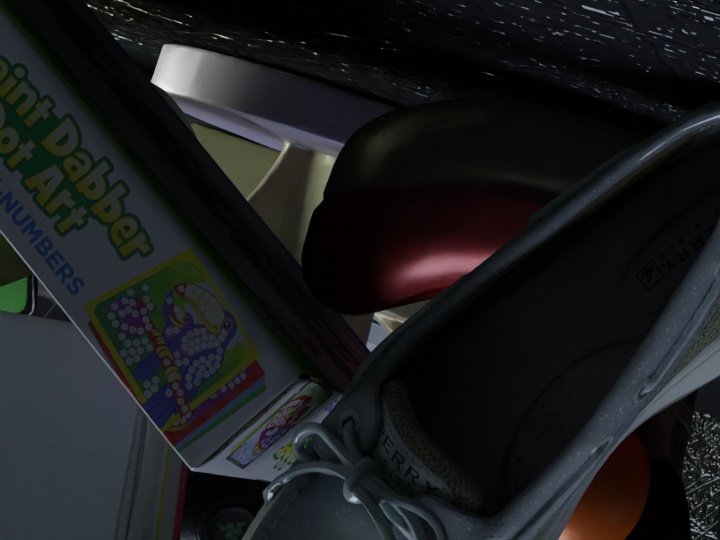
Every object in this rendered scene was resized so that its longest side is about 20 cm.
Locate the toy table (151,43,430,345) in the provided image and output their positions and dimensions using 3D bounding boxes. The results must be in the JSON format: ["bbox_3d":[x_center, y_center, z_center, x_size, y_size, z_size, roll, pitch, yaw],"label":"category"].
[{"bbox_3d":[0.000,0.000,0.952,0.199,0.118,0.184,19,177,8],"label":"toy table"}]

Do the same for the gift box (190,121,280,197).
[{"bbox_3d":[-0.050,0.038,1.325,0.199,0.188,0.185,17,177,13],"label":"gift box"}]

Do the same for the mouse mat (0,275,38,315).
[{"bbox_3d":[-0.212,-0.069,0.960,0.199,0.162,0.008,18,-140,16],"label":"mouse mat"}]

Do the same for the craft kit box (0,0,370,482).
[{"bbox_3d":[-0.072,-0.023,0.751,0.200,0.048,0.198,50,-179,12],"label":"craft kit box"}]

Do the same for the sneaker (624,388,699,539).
[{"bbox_3d":[0.079,0.061,0.867,0.077,0.201,0.087,11,142,5],"label":"sneaker"}]

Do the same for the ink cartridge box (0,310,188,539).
[{"bbox_3d":[-0.136,0.060,0.857,0.144,0.084,0.200,8,173,0],"label":"ink cartridge box"}]

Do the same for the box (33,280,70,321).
[{"bbox_3d":[-0.164,0.007,1.098,0.115,0.132,0.201,15,134,61],"label":"box"}]

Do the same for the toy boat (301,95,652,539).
[{"bbox_3d":[0.075,0.026,0.776,0.199,0.132,0.131,19,177,2],"label":"toy boat"}]

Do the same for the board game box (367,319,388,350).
[{"bbox_3d":[0.042,0.031,1.129,0.126,0.035,0.200,-18,137,37],"label":"board game box"}]

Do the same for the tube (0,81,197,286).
[{"bbox_3d":[-0.150,-0.010,0.923,0.199,0.052,0.058,-22,124,26],"label":"tube"}]

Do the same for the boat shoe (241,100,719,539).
[{"bbox_3d":[0.038,0.032,0.656,0.075,0.202,0.065,55,-170,27],"label":"boat shoe"}]

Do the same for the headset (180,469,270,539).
[{"bbox_3d":[-0.050,0.107,1.149,0.199,0.095,0.124,-5,-157,18],"label":"headset"}]

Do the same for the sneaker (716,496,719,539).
[{"bbox_3d":[0.217,0.095,1.160,0.090,0.200,0.076,7,131,16],"label":"sneaker"}]
